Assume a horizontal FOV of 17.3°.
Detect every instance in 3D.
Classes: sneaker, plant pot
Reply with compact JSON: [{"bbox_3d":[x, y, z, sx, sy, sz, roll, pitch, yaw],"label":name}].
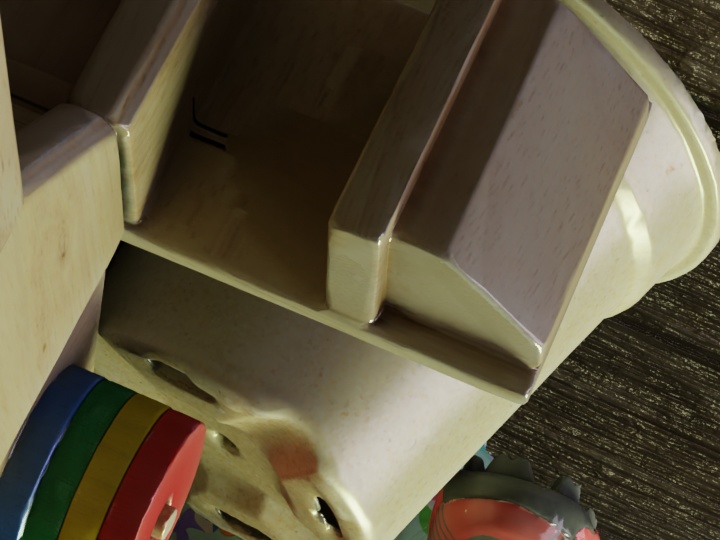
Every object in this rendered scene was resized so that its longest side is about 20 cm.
[{"bbox_3d":[0.049,0.155,0.905,0.201,0.071,0.098,92,18,-48],"label":"sneaker"},{"bbox_3d":[0.000,0.000,0.848,0.184,0.200,0.201,-53,169,-23],"label":"plant pot"}]

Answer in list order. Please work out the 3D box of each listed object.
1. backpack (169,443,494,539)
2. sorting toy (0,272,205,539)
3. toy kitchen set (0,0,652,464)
[{"bbox_3d":[-0.017,0.095,1.000,0.177,0.151,0.200,-32,152,-34],"label":"backpack"},{"bbox_3d":[-0.117,0.131,0.763,0.199,0.070,0.200,105,11,-54],"label":"sorting toy"},{"bbox_3d":[-0.027,-0.060,0.395,0.180,0.163,0.200,100,14,-66],"label":"toy kitchen set"}]
